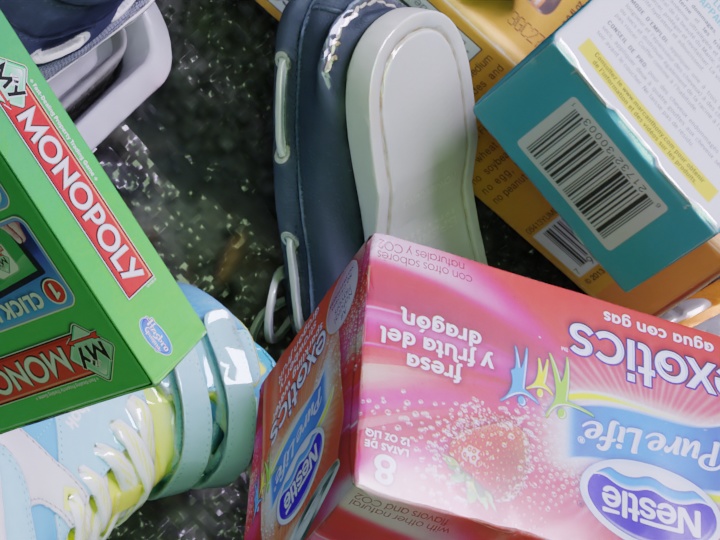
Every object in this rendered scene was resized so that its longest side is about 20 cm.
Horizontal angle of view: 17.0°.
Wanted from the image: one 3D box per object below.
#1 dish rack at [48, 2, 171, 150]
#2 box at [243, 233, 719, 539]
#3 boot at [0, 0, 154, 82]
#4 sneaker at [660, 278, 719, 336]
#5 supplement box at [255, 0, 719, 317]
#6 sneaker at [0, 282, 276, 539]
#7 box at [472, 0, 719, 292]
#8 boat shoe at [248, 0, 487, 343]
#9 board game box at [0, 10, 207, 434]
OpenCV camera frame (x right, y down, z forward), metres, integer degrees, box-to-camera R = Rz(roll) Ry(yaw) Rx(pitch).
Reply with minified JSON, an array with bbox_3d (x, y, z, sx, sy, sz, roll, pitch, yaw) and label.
[{"bbox_3d":[-0.156,-0.091,0.774,0.044,0.200,0.172,-34,100,32],"label":"dish rack"},{"bbox_3d":[0.071,0.076,0.768,0.200,0.100,0.096,17,53,-17],"label":"box"},{"bbox_3d":[-0.079,-0.114,0.765,0.090,0.200,0.073,-32,108,33],"label":"boot"},{"bbox_3d":[0.166,0.033,0.883,0.200,0.078,0.077,-25,108,-7],"label":"sneaker"},{"bbox_3d":[0.053,-0.073,0.850,0.200,0.069,0.067,43,47,-9],"label":"supplement box"},{"bbox_3d":[-0.081,0.064,0.780,0.130,0.200,0.080,6,130,-18],"label":"sneaker"},{"bbox_3d":[0.126,-0.082,0.828,0.082,0.049,0.200,50,47,-2],"label":"box"},{"bbox_3d":[0.000,0.000,0.837,0.075,0.062,0.200,-31,127,-38],"label":"boat shoe"},{"bbox_3d":[-0.150,-0.008,0.677,0.135,0.200,0.029,58,44,-16],"label":"board game box"}]
